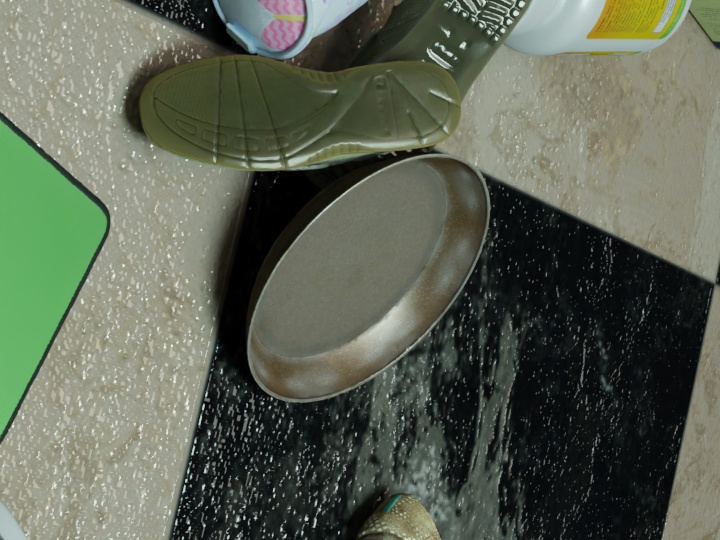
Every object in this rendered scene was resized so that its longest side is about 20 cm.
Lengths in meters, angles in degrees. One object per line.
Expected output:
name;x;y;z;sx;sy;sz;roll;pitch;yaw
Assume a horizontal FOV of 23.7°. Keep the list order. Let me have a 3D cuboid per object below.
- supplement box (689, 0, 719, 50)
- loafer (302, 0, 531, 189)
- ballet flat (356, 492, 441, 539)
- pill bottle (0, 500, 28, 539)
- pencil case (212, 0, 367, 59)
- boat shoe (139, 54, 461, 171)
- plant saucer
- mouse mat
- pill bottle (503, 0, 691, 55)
supplement box;0.362;-0.321;1.492;0.200;0.134;0.201;38;68;-48
loafer;0.037;-0.133;1.134;0.076;0.067;0.200;41;100;-17
ballet flat;0.054;0.242;1.273;0.065;0.070;0.201;-63;144;-44
pill bottle;-0.260;0.184;0.827;0.200;0.111;0.112;-33;122;-43
pencil case;-0.008;-0.208;1.093;0.083;0.091;0.200;51;48;-1
boat shoe;-0.040;-0.092;1.053;0.200;0.066;0.072;-5;82;-18
plant saucer;0.000;0.000;1.126;0.200;0.032;0.201;-30;143;-25
mouse mat;-0.222;0.014;0.926;0.161;0.008;0.201;45;63;-45
pill bottle;0.153;-0.215;1.269;0.200;0.111;0.112;-9;104;-50
